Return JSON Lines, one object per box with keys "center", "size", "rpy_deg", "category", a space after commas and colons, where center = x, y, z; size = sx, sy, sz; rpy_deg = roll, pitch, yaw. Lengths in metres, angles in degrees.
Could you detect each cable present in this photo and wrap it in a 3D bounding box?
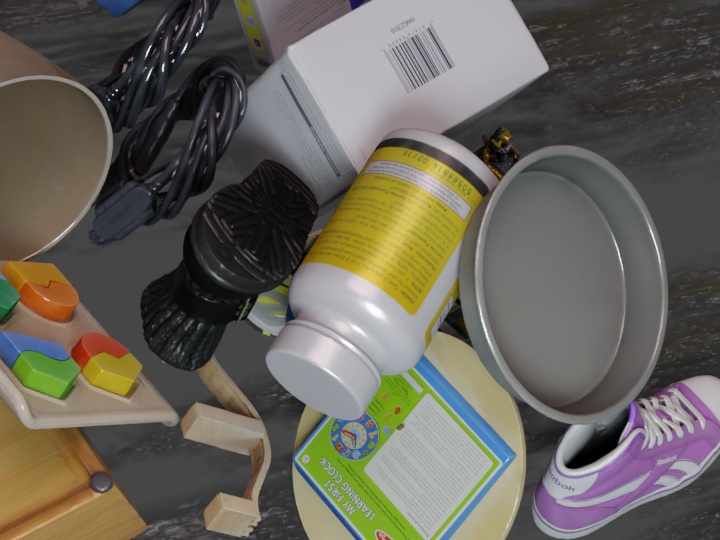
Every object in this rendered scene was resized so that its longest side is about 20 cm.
{"center": [-0.148, -0.105, 1.595], "size": [0.051, 0.200, 0.164], "rpy_deg": [38, 41, -17], "category": "cable"}
{"center": [-0.169, -0.179, 1.634], "size": [0.051, 0.200, 0.163], "rpy_deg": [44, 48, -8], "category": "cable"}

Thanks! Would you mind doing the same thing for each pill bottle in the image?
{"center": [0.016, 0.004, 1.407], "size": [0.111, 0.112, 0.201], "rpy_deg": [26, 65, 14], "category": "pill bottle"}

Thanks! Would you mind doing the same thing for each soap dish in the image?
{"center": [-0.280, 0.169, 1.428], "size": [0.199, 0.082, 0.158], "rpy_deg": [-26, 59, -23], "category": "soap dish"}

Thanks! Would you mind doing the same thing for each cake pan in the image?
{"center": [0.145, 0.011, 1.410], "size": [0.199, 0.037, 0.203], "rpy_deg": [6, 81, -40], "category": "cake pan"}

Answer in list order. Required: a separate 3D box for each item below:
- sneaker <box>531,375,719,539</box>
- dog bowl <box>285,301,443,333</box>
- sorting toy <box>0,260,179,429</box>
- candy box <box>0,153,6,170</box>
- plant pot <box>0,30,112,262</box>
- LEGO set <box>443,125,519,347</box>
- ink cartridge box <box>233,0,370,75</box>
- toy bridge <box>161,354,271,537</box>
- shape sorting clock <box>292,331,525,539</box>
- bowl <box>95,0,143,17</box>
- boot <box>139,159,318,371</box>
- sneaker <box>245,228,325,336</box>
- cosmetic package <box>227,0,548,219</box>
{"center": [0.222, 0.123, 1.485], "size": [0.200, 0.115, 0.073], "rpy_deg": [-32, 60, -27], "category": "sneaker"}
{"center": [0.023, 0.079, 1.497], "size": [0.049, 0.111, 0.201], "rpy_deg": [4, 51, -60], "category": "dog bowl"}
{"center": [-0.241, 0.048, 1.469], "size": [0.185, 0.199, 0.037], "rpy_deg": [45, 106, 25], "category": "sorting toy"}
{"center": [-0.371, -0.088, 1.646], "size": [0.199, 0.027, 0.102], "rpy_deg": [-36, 68, -27], "category": "candy box"}
{"center": [-0.329, -0.131, 1.572], "size": [0.186, 0.188, 0.200], "rpy_deg": [-27, 52, -23], "category": "plant pot"}
{"center": [0.129, -0.028, 1.561], "size": [0.154, 0.116, 0.200], "rpy_deg": [49, 52, -5], "category": "LEGO set"}
{"center": [-0.026, -0.259, 1.712], "size": [0.047, 0.201, 0.197], "rpy_deg": [23, 50, 39], "category": "ink cartridge box"}
{"center": [-0.105, 0.123, 1.492], "size": [0.067, 0.027, 0.201], "rpy_deg": [19, 33, -32], "category": "toy bridge"}
{"center": [0.035, 0.143, 1.437], "size": [0.198, 0.039, 0.202], "rpy_deg": [-7, 75, 28], "category": "shape sorting clock"}
{"center": [-0.153, -0.293, 1.727], "size": [0.200, 0.200, 0.040], "rpy_deg": [-42, 102, -29], "category": "bowl"}
{"center": [-0.113, 0.011, 1.448], "size": [0.079, 0.158, 0.211], "rpy_deg": [45, 20, 0], "category": "boot"}
{"center": [0.000, 0.000, 1.580], "size": [0.198, 0.077, 0.076], "rpy_deg": [-14, 54, -18], "category": "sneaker"}
{"center": [0.013, -0.143, 1.596], "size": [0.198, 0.200, 0.124], "rpy_deg": [-31, 92, -24], "category": "cosmetic package"}
